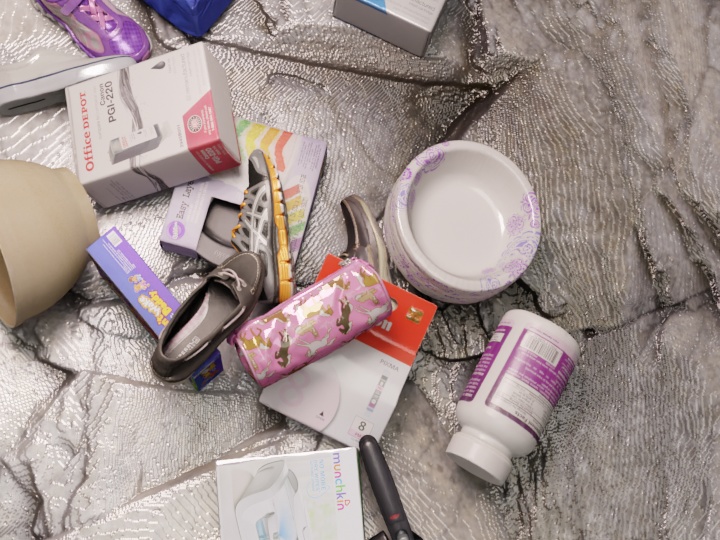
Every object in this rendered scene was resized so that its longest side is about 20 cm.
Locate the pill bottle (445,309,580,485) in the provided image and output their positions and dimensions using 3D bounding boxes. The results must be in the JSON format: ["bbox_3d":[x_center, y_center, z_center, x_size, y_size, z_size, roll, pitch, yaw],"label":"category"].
[{"bbox_3d":[0.188,0.161,1.366,0.111,0.112,0.202,30,76,2],"label":"pill bottle"}]

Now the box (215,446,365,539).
[{"bbox_3d":[-0.079,0.325,1.308,0.173,0.097,0.204,-4,77,-2],"label":"box"}]

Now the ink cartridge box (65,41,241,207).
[{"bbox_3d":[-0.266,-0.184,1.383,0.197,0.085,0.148,-17,70,11],"label":"ink cartridge box"}]

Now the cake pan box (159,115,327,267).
[{"bbox_3d":[-0.153,-0.095,1.426,0.181,0.052,0.203,16,76,0],"label":"cake pan box"}]

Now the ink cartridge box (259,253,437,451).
[{"bbox_3d":[-0.015,0.106,1.358,0.160,0.057,0.203,25,102,1],"label":"ink cartridge box"}]

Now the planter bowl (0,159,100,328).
[{"bbox_3d":[-0.401,-0.049,1.327,0.133,0.200,0.202,-23,79,-28],"label":"planter bowl"}]

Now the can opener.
[{"bbox_3d":[0.038,0.299,1.326,0.077,0.063,0.203,-17,96,-12],"label":"can opener"}]

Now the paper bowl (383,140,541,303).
[{"bbox_3d":[0.125,-0.057,1.406,0.197,0.104,0.204,4,74,-15],"label":"paper bowl"}]

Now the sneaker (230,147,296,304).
[{"bbox_3d":[-0.127,-0.054,1.357,0.076,0.078,0.204,-7,77,2],"label":"sneaker"}]

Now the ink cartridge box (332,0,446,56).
[{"bbox_3d":[0.066,-0.426,1.507,0.143,0.084,0.203,24,75,1],"label":"ink cartridge box"}]

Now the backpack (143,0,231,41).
[{"bbox_3d":[-0.252,-0.448,1.442,0.199,0.168,0.163,35,69,7],"label":"backpack"}]

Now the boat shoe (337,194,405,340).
[{"bbox_3d":[0.000,0.000,1.406,0.072,0.075,0.203,-14,77,-9],"label":"boat shoe"}]

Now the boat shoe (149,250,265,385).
[{"bbox_3d":[-0.169,0.046,1.250,0.066,0.057,0.201,32,60,7],"label":"boat shoe"}]

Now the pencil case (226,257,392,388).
[{"bbox_3d":[-0.060,0.062,1.309,0.198,0.083,0.087,-31,72,-6],"label":"pencil case"}]

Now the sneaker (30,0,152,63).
[{"bbox_3d":[-0.366,-0.346,1.444,0.199,0.089,0.081,38,75,3],"label":"sneaker"}]

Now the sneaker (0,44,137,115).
[{"bbox_3d":[-0.392,-0.263,1.423,0.196,0.073,0.072,-13,81,-2],"label":"sneaker"}]

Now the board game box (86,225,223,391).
[{"bbox_3d":[-0.249,0.051,1.337,0.045,0.135,0.200,-40,83,-13],"label":"board game box"}]
